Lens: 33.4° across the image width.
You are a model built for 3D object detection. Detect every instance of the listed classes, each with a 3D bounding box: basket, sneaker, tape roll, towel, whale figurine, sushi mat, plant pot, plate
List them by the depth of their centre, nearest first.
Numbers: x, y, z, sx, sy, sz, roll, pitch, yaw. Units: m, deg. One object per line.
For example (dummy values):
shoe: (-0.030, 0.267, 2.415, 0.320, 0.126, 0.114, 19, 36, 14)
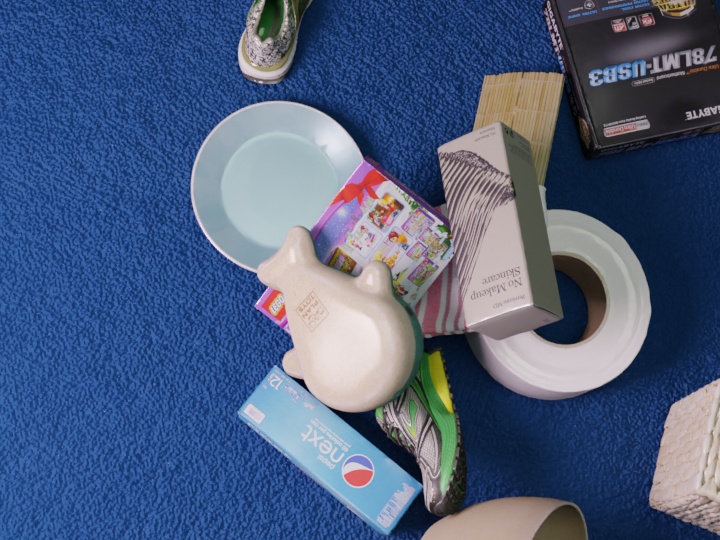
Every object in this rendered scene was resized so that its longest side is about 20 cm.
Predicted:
plant pot: (0.127, 0.314, 1.198, 0.133, 0.200, 0.202, 10, 72, 32)
whale figurine: (-0.018, 0.048, 1.221, 0.159, 0.103, 0.200, -49, 68, 20)
basket: (0.387, 0.200, 1.239, 0.122, 0.200, 0.137, 16, 75, 4)
sneaker: (0.063, 0.171, 1.243, 0.084, 0.078, 0.201, -12, 42, 0)
towel: (0.106, -0.006, 1.274, 0.199, 0.030, 0.148, -9, 71, 35)
tape roll: (0.212, 0.038, 1.317, 0.200, 0.071, 0.205, 2, 77, -7)
plate: (-0.089, -0.090, 1.333, 0.198, 0.026, 0.202, 1, 77, -6)
sushi mat: (0.168, -0.140, 1.344, 0.095, 0.012, 0.202, 3, 61, 23)
sneaker: (-0.088, -0.316, 1.353, 0.076, 0.089, 0.202, 10, 75, -4)

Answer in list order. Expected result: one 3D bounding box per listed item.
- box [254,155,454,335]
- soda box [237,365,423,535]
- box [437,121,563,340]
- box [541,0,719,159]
box: (0.000, 0.000, 1.267, 0.136, 0.039, 0.201, 38, 104, -1)
soda box: (-0.033, 0.189, 1.252, 0.200, 0.068, 0.064, 39, 77, 3)
box: (0.139, -0.040, 1.204, 0.082, 0.068, 0.202, -22, 63, 29)
box: (0.334, -0.247, 1.412, 0.198, 0.050, 0.200, -12, 78, -9)
